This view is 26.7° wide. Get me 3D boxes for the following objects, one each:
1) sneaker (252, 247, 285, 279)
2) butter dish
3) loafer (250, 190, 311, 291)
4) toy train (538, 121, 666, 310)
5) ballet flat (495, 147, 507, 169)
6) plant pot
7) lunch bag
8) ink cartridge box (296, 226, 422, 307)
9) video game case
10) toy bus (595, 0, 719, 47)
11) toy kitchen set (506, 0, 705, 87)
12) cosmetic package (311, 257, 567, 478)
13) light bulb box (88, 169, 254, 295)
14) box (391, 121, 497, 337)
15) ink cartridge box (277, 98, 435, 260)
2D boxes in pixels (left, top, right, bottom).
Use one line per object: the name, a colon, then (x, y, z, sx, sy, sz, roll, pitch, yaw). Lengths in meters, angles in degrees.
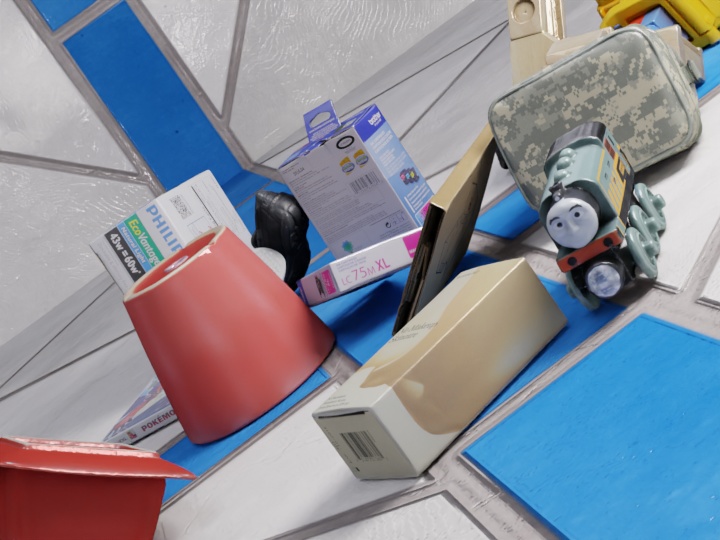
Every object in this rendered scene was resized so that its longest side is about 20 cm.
sneaker: (-0.141, 0.066, 1.872, 0.080, 0.078, 0.201, 106, -174, -45)
butter dish: (-0.276, 0.238, 1.443, 0.198, 0.149, 0.200, 8, -5, -23)
loafer: (-0.106, -0.034, 1.964, 0.068, 0.070, 0.201, -52, -20, -30)
toy train: (0.198, -0.049, 1.278, 0.085, 0.114, 0.200, -30, 13, 24)
ballet flat: (0.225, -0.151, 1.799, 0.066, 0.057, 0.200, -10, 7, -24)
plant pot: (-0.156, 0.061, 1.679, 0.200, 0.178, 0.201, -34, 11, 8)
lunch bag: (0.242, -0.153, 1.536, 0.199, 0.140, 0.168, -28, -4, 22)
ink cartridge box: (0.000, 0.000, 1.682, 0.119, 0.042, 0.200, -22, -4, -16)
video game case: (-0.225, 0.144, 1.920, 0.182, 0.023, 0.200, -30, 13, 27)
toy bus: (0.359, -0.307, 1.853, 0.200, 0.136, 0.193, -21, 34, 56)
toy kitchen set: (0.250, -0.285, 1.673, 0.199, 0.182, 0.163, -11, -15, 31)
cosmetic package: (0.066, 0.080, 1.246, 0.200, 0.071, 0.105, -42, 13, -30)
light bulb box: (-0.232, -0.008, 2.055, 0.124, 0.199, 0.200, -31, 4, 21)
box: (0.090, -0.042, 1.539, 0.200, 0.021, 0.164, -52, -19, -54)
ink cartridge box: (-0.006, -0.110, 1.868, 0.136, 0.201, 0.076, -26, 15, 35)
